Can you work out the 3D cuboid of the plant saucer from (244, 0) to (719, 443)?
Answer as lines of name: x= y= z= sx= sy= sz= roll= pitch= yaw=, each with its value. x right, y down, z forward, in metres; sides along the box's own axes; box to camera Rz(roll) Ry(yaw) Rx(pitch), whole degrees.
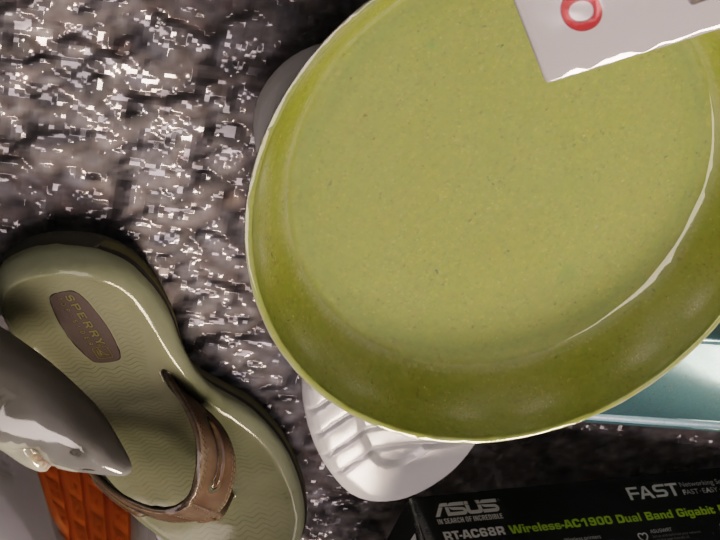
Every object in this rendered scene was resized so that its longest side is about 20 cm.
plant saucer: x=0.053 y=-0.030 z=0.756 sx=0.198 sy=0.031 sz=0.202 roll=-7 pitch=122 yaw=-12

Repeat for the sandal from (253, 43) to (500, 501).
sandal: x=0.007 y=-0.002 z=0.810 sx=0.082 sy=0.050 sz=0.204 roll=-15 pitch=125 yaw=-8

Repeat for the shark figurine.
shark figurine: x=-0.178 y=0.018 z=0.756 sx=0.214 sy=0.128 sz=0.090 roll=4 pitch=123 yaw=-54

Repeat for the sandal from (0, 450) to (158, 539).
sandal: x=-0.158 y=0.099 z=0.891 sx=0.059 sy=0.080 sz=0.207 roll=-28 pitch=122 yaw=27

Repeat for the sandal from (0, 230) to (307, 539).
sandal: x=-0.088 y=0.066 z=0.865 sx=0.079 sy=0.058 sz=0.201 roll=-19 pitch=134 yaw=17

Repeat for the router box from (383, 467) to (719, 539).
router box: x=0.090 y=0.157 z=0.929 sx=0.198 sy=0.062 sz=0.150 roll=-2 pitch=139 yaw=-27

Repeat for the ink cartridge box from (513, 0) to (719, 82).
ink cartridge box: x=0.120 y=-0.157 z=0.602 sx=0.198 sy=0.083 sz=0.148 roll=-17 pitch=122 yaw=15

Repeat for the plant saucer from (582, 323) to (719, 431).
plant saucer: x=0.170 y=0.043 z=0.883 sx=0.198 sy=0.019 sz=0.070 roll=3 pitch=137 yaw=-8
